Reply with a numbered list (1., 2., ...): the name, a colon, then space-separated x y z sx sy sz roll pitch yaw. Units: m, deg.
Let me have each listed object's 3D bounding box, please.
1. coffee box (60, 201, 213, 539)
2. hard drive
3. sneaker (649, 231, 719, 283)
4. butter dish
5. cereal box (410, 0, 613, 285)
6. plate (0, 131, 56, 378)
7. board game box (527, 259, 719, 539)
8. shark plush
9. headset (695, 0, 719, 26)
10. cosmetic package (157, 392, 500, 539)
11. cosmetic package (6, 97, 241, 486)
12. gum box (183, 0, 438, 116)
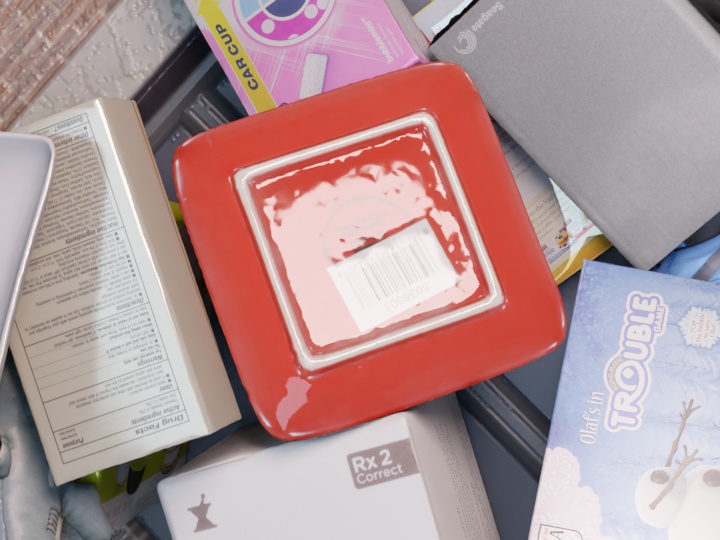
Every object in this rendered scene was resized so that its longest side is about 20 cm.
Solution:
1. coffee box: -0.219 0.043 1.339 0.198 0.200 0.199 13 97 10
2. hard drive: 0.159 -0.115 1.268 0.200 0.033 0.139 46 113 -7
3. sneaker: 0.203 0.031 1.330 0.200 0.066 0.079 -44 75 11
4. butter dish: 0.000 0.000 1.275 0.199 0.148 0.201 -18 76 -10
5. cereal box: 0.114 -0.102 1.342 0.144 0.040 0.201 -36 86 11
6. plate: -0.261 0.018 1.141 0.199 0.032 0.201 6 77 31
7. board game box: 0.212 0.107 1.233 0.197 0.043 0.201 9 68 10
8. shark plush: -0.196 0.101 1.195 0.090 0.083 0.202 5 97 10
9. headset: 0.210 -0.198 1.299 0.198 0.094 0.124 9 108 -12
10. cosmetic package: -0.008 0.174 1.310 0.164 0.200 0.166 -17 92 12
11. cosmetic package: -0.153 0.011 1.185 0.103 0.073 0.201 -18 90 11
12. gum box: -0.045 -0.177 1.330 0.113 0.066 0.201 -34 72 13
